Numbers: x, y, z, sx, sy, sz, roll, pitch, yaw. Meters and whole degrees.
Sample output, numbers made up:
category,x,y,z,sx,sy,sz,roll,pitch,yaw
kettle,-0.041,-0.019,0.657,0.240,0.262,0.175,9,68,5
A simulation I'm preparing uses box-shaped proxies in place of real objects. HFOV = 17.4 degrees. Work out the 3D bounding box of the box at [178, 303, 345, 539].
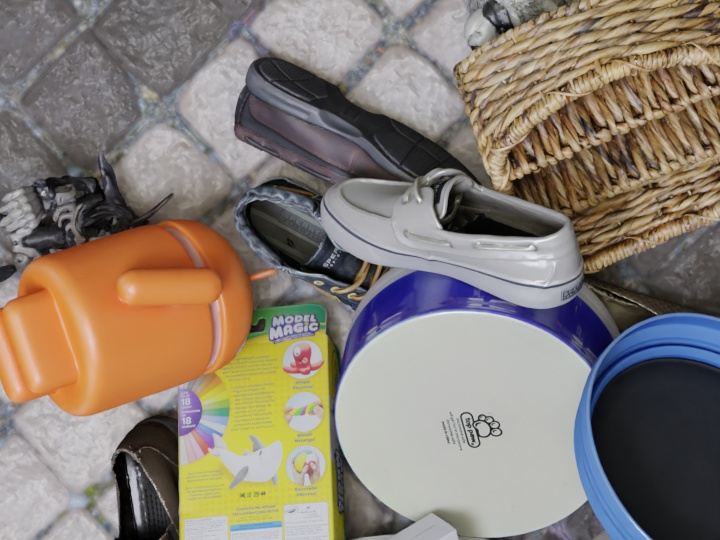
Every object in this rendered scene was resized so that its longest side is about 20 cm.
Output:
category,x,y,z,sx,sy,sz,roll,pitch,yaw
box,-0.072,0.126,1.693,0.116,0.048,0.202,-5,73,11

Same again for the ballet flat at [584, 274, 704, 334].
category,x,y,z,sx,sy,sz,roll,pitch,yaw
ballet flat,0.167,0.038,1.659,0.198,0.046,0.068,15,94,-2

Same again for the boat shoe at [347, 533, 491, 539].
category,x,y,z,sx,sy,sz,roll,pitch,yaw
boat shoe,0.001,0.229,1.698,0.198,0.072,0.069,-7,77,9

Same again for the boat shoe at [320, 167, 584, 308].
category,x,y,z,sx,sy,sz,roll,pitch,yaw
boat shoe,0.058,-0.034,1.573,0.199,0.072,0.066,23,137,32

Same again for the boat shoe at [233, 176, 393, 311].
category,x,y,z,sx,sy,sz,roll,pitch,yaw
boat shoe,0.000,0.000,1.673,0.199,0.091,0.071,27,99,5

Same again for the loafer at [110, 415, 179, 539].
category,x,y,z,sx,sy,sz,roll,pitch,yaw
loafer,-0.150,0.210,1.720,0.073,0.071,0.202,-14,89,33

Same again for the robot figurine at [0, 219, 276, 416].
category,x,y,z,sx,sy,sz,roll,pitch,yaw
robot figurine,-0.158,0.031,1.635,0.117,0.199,0.145,47,140,34

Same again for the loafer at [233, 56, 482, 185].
category,x,y,z,sx,sy,sz,roll,pitch,yaw
loafer,-0.002,-0.079,1.686,0.199,0.072,0.063,32,119,10

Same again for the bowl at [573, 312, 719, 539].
category,x,y,z,sx,sy,sz,roll,pitch,yaw
bowl,0.230,0.123,1.537,0.200,0.201,0.039,38,142,3

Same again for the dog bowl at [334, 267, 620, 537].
category,x,y,z,sx,sy,sz,roll,pitch,yaw
dog bowl,0.083,0.086,1.633,0.198,0.079,0.201,5,125,7

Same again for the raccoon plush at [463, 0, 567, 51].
category,x,y,z,sx,sy,sz,roll,pitch,yaw
raccoon plush,0.114,-0.247,1.635,0.133,0.097,0.201,28,99,-3

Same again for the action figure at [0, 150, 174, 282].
category,x,y,z,sx,sy,sz,roll,pitch,yaw
action figure,-0.233,-0.014,1.703,0.198,0.102,0.120,-8,109,10

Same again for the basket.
category,x,y,z,sx,sy,sz,roll,pitch,yaw
basket,0.179,-0.100,1.591,0.199,0.143,0.150,-20,74,8

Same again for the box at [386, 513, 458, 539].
category,x,y,z,sx,sy,sz,roll,pitch,yaw
box,0.025,0.293,1.638,0.155,0.041,0.201,-29,116,-18

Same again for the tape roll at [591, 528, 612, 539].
category,x,y,z,sx,sy,sz,roll,pitch,yaw
tape roll,0.219,0.263,1.603,0.201,0.139,0.204,15,118,29
